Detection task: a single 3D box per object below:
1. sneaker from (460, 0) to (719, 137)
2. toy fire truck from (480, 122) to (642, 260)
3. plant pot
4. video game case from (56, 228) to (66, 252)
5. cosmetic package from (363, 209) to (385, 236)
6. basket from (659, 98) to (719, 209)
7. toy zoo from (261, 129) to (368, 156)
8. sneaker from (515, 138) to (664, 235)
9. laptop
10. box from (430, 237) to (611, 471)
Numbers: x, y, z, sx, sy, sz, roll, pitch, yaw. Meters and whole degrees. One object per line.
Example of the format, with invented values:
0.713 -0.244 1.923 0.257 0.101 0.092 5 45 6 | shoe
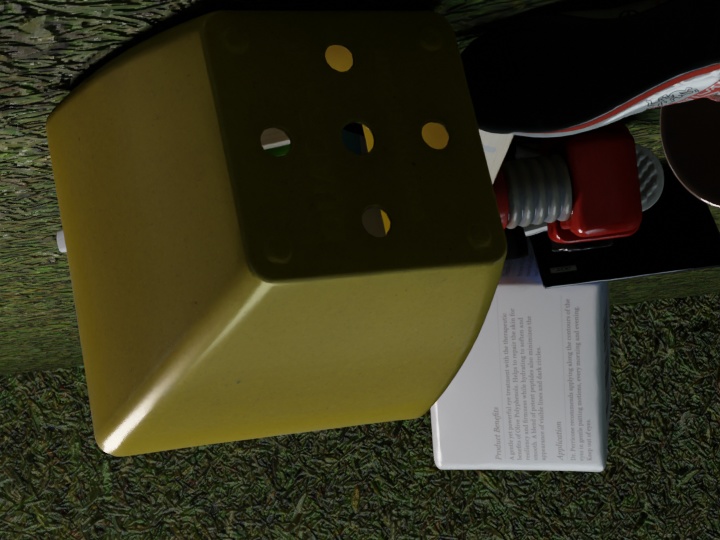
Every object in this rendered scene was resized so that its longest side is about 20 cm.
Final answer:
0.157 -0.109 0.797 0.201 0.068 0.108 -14 169 31 | sneaker
0.108 -0.068 0.989 0.175 0.129 0.200 -7 -176 -7 | toy fire truck
-0.033 -0.032 0.765 0.199 0.201 0.176 -4 162 -26 | plant pot
-0.131 -0.043 1.268 0.181 0.023 0.200 -2 172 -42 | video game case
-0.079 -0.013 1.010 0.199 0.088 0.103 -5 154 -11 | cosmetic package
0.281 -0.083 0.922 0.180 0.137 0.200 -15 167 39 | basket
-0.061 -0.076 1.050 0.131 0.021 0.200 -10 173 20 | toy zoo
0.124 -0.064 1.131 0.199 0.079 0.079 0 -176 -9 | sneaker
0.237 -0.033 1.435 0.176 0.104 0.200 -7 174 -5 | laptop
0.162 0.070 1.481 0.170 0.200 0.200 -1 -161 11 | box
